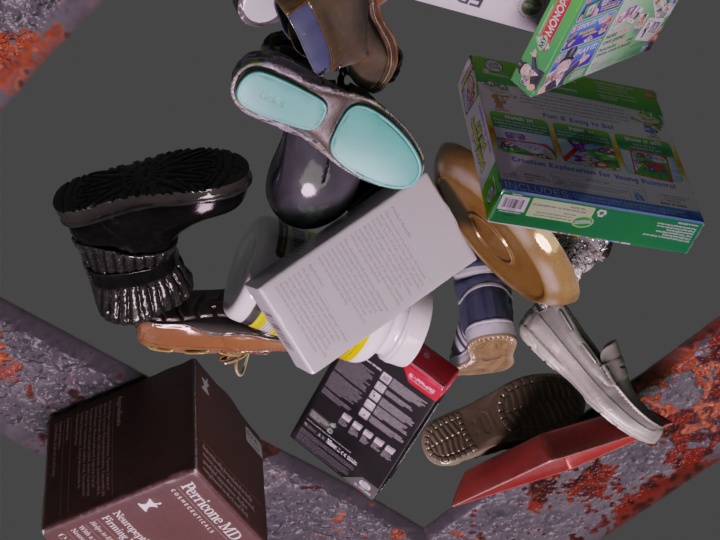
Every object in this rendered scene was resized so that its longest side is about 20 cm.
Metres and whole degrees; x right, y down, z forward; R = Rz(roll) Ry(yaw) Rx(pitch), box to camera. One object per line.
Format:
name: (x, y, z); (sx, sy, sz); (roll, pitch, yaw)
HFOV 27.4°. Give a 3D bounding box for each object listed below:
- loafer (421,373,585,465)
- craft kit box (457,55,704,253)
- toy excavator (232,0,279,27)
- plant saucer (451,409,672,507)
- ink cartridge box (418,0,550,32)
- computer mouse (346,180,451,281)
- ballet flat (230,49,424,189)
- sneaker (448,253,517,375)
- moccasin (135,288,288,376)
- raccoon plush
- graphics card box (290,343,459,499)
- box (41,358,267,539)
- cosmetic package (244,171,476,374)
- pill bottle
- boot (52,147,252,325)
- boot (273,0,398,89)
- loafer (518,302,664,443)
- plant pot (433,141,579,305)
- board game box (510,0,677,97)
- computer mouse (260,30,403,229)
loafer: (0.163, 0.173, 1.717); (0.198, 0.076, 0.068); (-16, 172, -4)
craft kit box: (0.199, -0.110, 1.367); (0.198, 0.199, 0.049); (9, 135, -14)
toy excavator: (-0.032, -0.324, 1.222); (0.198, 0.100, 0.196); (-18, 136, -8)
plant saucer: (0.225, 0.209, 1.701); (0.198, 0.037, 0.200); (-11, 163, -35)
ink cartridge box: (0.125, -0.301, 1.264); (0.198, 0.076, 0.166); (11, 130, -18)
computer mouse: (0.030, -0.055, 1.503); (0.058, 0.034, 0.200); (-38, 123, 8)
ballet flat: (-0.028, -0.142, 1.330); (0.199, 0.072, 0.072); (27, 125, -22)
sneaker: (0.129, 0.047, 1.603); (0.069, 0.110, 0.200); (-6, 164, -5)
moccasin: (-0.140, 0.065, 1.575); (0.199, 0.074, 0.078); (-2, 143, -9)
raccoon plush: (0.169, -0.049, 1.508); (0.199, 0.097, 0.134); (31, 132, -17)
graphics card box: (0.013, 0.149, 1.647); (0.125, 0.051, 0.201); (35, 127, 9)
box: (-0.230, 0.238, 1.660); (0.198, 0.165, 0.166); (-23, 132, 14)
cosmetic package: (0.000, 0.000, 1.424); (0.199, 0.071, 0.102); (-34, 101, -11)
pill bottle: (-0.031, 0.027, 1.513); (0.198, 0.113, 0.113); (21, 128, -16)
boot: (-0.188, -0.032, 1.469); (0.209, 0.080, 0.159); (-8, 128, 16)
boot: (-0.025, -0.203, 1.264); (0.096, 0.075, 0.200); (-32, 156, -12)
loafer: (0.262, 0.107, 1.618); (0.200, 0.070, 0.070); (43, 100, 0)
plant pot: (0.134, -0.038, 1.433); (0.027, 0.200, 0.201); (-40, 132, -11)
board game box: (0.223, -0.233, 1.287); (0.199, 0.029, 0.135); (-25, 150, -44)
computer mouse: (-0.038, -0.122, 1.394); (0.137, 0.053, 0.202); (4, 117, -15)
